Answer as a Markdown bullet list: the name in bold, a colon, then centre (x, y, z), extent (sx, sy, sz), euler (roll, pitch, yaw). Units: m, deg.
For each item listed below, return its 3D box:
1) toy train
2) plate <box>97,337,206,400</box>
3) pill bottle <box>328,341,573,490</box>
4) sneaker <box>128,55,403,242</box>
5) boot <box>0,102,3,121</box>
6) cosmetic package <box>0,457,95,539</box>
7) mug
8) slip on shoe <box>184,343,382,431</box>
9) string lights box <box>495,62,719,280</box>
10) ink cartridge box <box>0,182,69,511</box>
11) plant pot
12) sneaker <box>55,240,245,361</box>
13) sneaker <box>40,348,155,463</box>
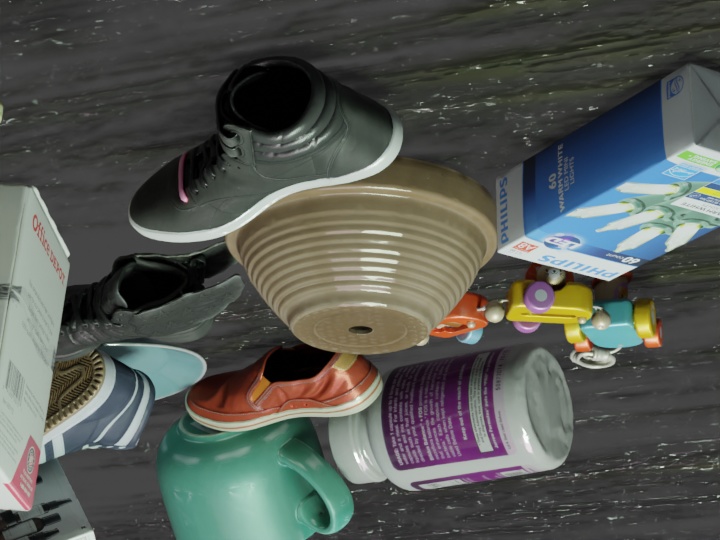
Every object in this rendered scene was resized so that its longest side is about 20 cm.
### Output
- **toy train**: centre (0.137, 0.027, 1.379), extent (0.199, 0.056, 0.150), euler (11, 161, -29)
- **plate**: centre (-0.233, 0.085, 1.541), extent (0.199, 0.026, 0.200), euler (-8, 162, -3)
- **pill bottle**: centre (0.076, 0.132, 1.556), extent (0.199, 0.113, 0.112), euler (-12, 154, 28)
- **sneaker**: centre (-0.082, -0.080, 1.119), extent (0.199, 0.071, 0.099), euler (-18, 150, 25)
- **boot**: centre (-0.299, -0.024, 1.139), extent (0.072, 0.156, 0.199), euler (21, 150, -40)
- **cosmetic package**: centre (-0.286, 0.196, 1.504), extent (0.082, 0.200, 0.051), euler (-16, 121, -18)
- **mug**: centre (-0.095, 0.176, 1.622), extent (0.184, 0.152, 0.115), euler (-11, 111, 12)
- **slip on shoe**: centre (-0.074, 0.094, 1.546), extent (0.199, 0.074, 0.061), euler (-10, 124, 35)
- **string lights box**: centre (0.186, -0.060, 1.162), extent (0.102, 0.059, 0.200), euler (13, 155, -29)
- **ink cartridge box**: centre (-0.272, 0.055, 1.272), extent (0.082, 0.201, 0.147), euler (3, 157, 4)
- **plant pot**: centre (0.000, 0.000, 1.270), extent (0.199, 0.093, 0.201), euler (1, 157, 1)
- **sneaker**: centre (-0.184, 0.021, 1.375), extent (0.198, 0.060, 0.104), euler (-6, 158, 2)
- **sneaker**: centre (-0.262, 0.134, 1.489), extent (0.199, 0.070, 0.108), euler (-31, 155, 19)
